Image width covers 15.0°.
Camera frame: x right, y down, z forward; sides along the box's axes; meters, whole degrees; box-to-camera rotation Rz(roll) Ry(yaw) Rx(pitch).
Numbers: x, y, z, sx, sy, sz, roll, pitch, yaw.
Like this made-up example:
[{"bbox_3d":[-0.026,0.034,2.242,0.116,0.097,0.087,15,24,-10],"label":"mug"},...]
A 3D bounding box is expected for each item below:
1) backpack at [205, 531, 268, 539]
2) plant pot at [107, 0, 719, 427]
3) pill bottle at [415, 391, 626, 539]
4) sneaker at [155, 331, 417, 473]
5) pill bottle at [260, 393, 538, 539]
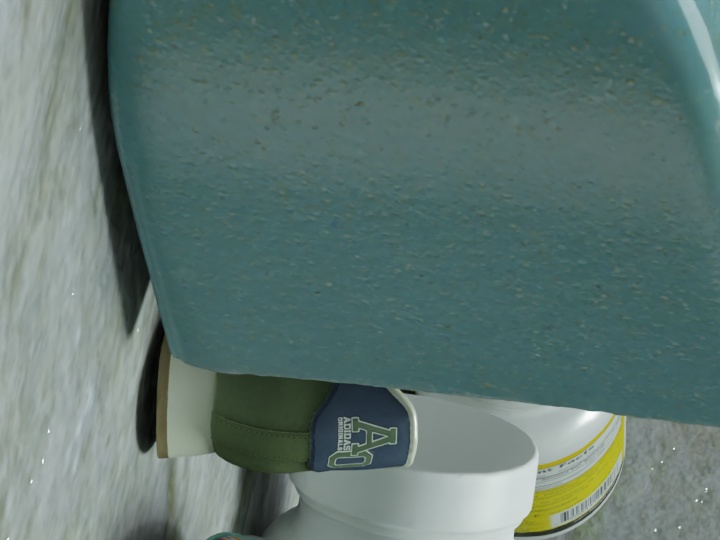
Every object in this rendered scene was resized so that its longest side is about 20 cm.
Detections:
[{"bbox_3d":[-0.013,0.187,0.873,0.176,0.152,0.202,42,53,-73],"label":"backpack"},{"bbox_3d":[0.034,-0.099,0.747,0.200,0.194,0.197,68,32,-54],"label":"plant pot"},{"bbox_3d":[0.083,0.059,1.410,0.200,0.111,0.112,80,23,-66],"label":"pill bottle"},{"bbox_3d":[0.000,0.000,0.908,0.201,0.089,0.067,-68,165,-51],"label":"sneaker"},{"bbox_3d":[0.009,0.157,1.061,0.116,0.115,0.201,-48,147,-73],"label":"pill bottle"}]
